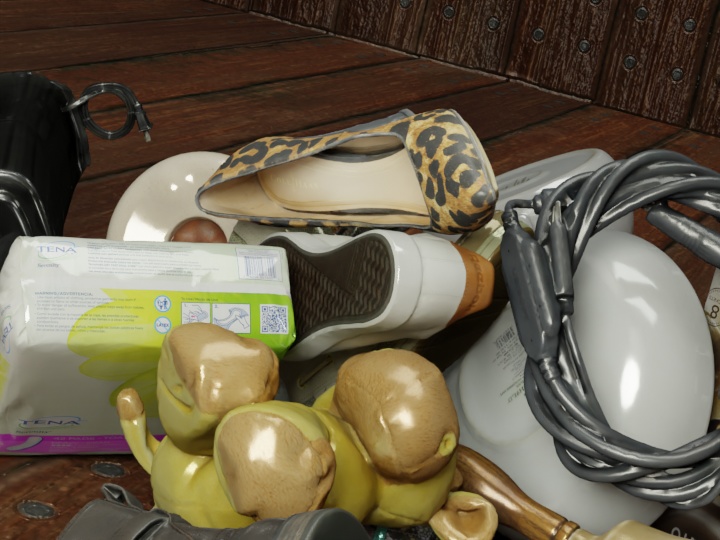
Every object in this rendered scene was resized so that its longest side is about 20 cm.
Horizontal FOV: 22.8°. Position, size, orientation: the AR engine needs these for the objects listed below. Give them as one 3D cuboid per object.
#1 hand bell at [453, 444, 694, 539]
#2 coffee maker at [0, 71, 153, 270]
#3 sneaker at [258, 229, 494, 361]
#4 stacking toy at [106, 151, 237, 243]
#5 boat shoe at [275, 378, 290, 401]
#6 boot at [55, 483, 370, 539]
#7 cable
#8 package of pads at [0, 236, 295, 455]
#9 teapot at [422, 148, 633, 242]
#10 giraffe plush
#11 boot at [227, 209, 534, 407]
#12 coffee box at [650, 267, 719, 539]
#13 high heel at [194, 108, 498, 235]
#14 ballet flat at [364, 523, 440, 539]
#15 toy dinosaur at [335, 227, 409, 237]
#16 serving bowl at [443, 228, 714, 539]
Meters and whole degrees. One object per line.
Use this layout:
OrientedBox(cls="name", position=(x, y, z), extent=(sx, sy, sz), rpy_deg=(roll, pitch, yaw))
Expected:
OrientedBox(cls="hand bell", position=(0.102, 0.140, 0.948), extent=(0.199, 0.105, 0.104), rpy_deg=(28, 20, 27))
OrientedBox(cls="coffee maker", position=(-0.261, -0.064, 1.312), extent=(0.135, 0.192, 0.200), rpy_deg=(53, 11, -26))
OrientedBox(cls="sneaker", position=(0.003, 0.016, 0.995), extent=(0.084, 0.073, 0.200), rpy_deg=(4, -3, -29))
OrientedBox(cls="stacking toy", position=(-0.104, -0.008, 1.402), extent=(0.145, 0.147, 0.200), rpy_deg=(15, -2, 12))
OrientedBox(cls="boat shoe", position=(-0.013, 0.085, 1.183), extent=(0.199, 0.076, 0.060), rpy_deg=(0, 14, 0))
OrientedBox(cls="boot", position=(-0.091, 0.175, 0.740), extent=(0.173, 0.069, 0.201), rpy_deg=(-7, 43, 38))
OrientedBox(cls="cable", position=(0.166, 0.034, 0.981), extent=(0.162, 0.201, 0.051), rpy_deg=(-9, -22, -13))
OrientedBox(cls="package of pads", position=(-0.134, 0.046, 1.008), extent=(0.154, 0.069, 0.200), rpy_deg=(2, -24, -17))
OrientedBox(cls="teapot", position=(0.157, -0.009, 1.547), extent=(0.199, 0.147, 0.197), rpy_deg=(-26, 9, -35))
OrientedBox(cls="giraffe plush", position=(-0.014, 0.100, 0.897), extent=(0.161, 0.173, 0.200), rpy_deg=(-15, -5, -25))
OrientedBox(cls="boot", position=(0.000, 0.000, 1.077), extent=(0.072, 0.200, 0.155), rpy_deg=(-4, 51, -53))
OrientedBox(cls="coffee box", position=(0.246, 0.106, 1.049), extent=(0.080, 0.201, 0.113), rpy_deg=(5, 15, -38))
OrientedBox(cls="high heel", position=(-0.009, -0.041, 0.988), extent=(0.142, 0.072, 0.200), rpy_deg=(-19, 17, -12))
OrientedBox(cls="ballet flat", position=(0.024, 0.129, 1.043), extent=(0.072, 0.072, 0.200), rpy_deg=(13, 14, 4))
OrientedBox(cls="toy dinosaur", position=(-0.045, 0.016, 1.209), extent=(0.102, 0.200, 0.077), rpy_deg=(25, 32, -53))
OrientedBox(cls="serving bowl", position=(0.111, 0.067, 1.068), extent=(0.066, 0.201, 0.200), rpy_deg=(17, 8, -41))
